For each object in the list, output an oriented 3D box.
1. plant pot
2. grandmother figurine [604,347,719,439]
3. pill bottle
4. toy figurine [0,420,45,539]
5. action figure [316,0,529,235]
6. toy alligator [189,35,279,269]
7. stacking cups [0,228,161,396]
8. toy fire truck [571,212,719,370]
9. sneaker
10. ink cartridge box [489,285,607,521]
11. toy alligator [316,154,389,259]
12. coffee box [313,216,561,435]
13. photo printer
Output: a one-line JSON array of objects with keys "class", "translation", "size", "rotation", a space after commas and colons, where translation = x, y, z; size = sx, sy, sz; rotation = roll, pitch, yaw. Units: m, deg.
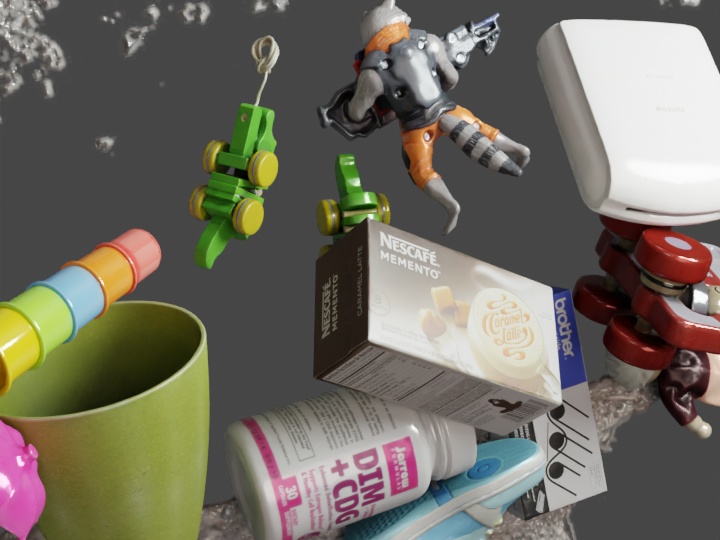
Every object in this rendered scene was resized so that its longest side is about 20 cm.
[{"class": "plant pot", "translation": [-0.197, 0.155, 1.033], "size": [0.186, 0.187, 0.201], "rotation": [-17, 115, -18]}, {"class": "grandmother figurine", "translation": [0.331, 0.104, 1.274], "size": [0.199, 0.061, 0.122], "rotation": [13, 63, -18]}, {"class": "pill bottle", "translation": [-0.008, 0.158, 1.120], "size": [0.199, 0.113, 0.114], "rotation": [-17, 101, -18]}, {"class": "toy figurine", "translation": [-0.309, 0.164, 0.895], "size": [0.150, 0.183, 0.202], "rotation": [35, 64, -63]}, {"class": "action figure", "translation": [0.075, -0.158, 1.121], "size": [0.200, 0.105, 0.194], "rotation": [-39, 93, -17]}, {"class": "toy alligator", "translation": [-0.094, -0.095, 1.100], "size": [0.054, 0.059, 0.201], "rotation": [21, 86, -63]}, {"class": "stacking cups", "translation": [-0.230, 0.020, 1.007], "size": [0.200, 0.060, 0.061], "rotation": [-46, 113, -49]}, {"class": "toy fire truck", "translation": [0.299, 0.016, 1.181], "size": [0.167, 0.200, 0.113], "rotation": [8, 114, -17]}, {"class": "sneaker", "translation": [0.097, 0.245, 1.179], "size": [0.199, 0.080, 0.131], "rotation": [-28, 106, 5]}, {"class": "ink cartridge box", "translation": [0.166, 0.124, 1.219], "size": [0.093, 0.044, 0.202], "rotation": [-15, 100, -20]}, {"class": "toy alligator", "translation": [0.000, 0.000, 1.131], "size": [0.059, 0.054, 0.202], "rotation": [-6, 97, -18]}, {"class": "coffee box", "translation": [0.064, 0.050, 1.069], "size": [0.199, 0.080, 0.115], "rotation": [20, 53, -29]}, {"class": "photo printer", "translation": [0.258, -0.130, 1.162], "size": [0.165, 0.070, 0.201], "rotation": [-1, 58, -20]}]
